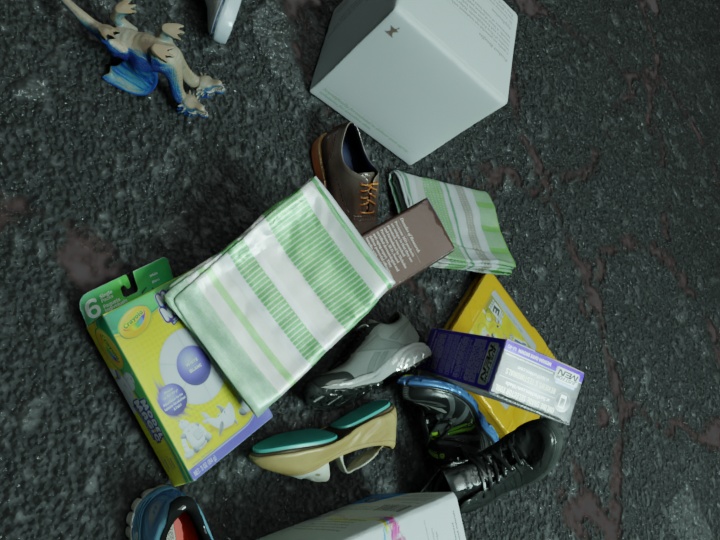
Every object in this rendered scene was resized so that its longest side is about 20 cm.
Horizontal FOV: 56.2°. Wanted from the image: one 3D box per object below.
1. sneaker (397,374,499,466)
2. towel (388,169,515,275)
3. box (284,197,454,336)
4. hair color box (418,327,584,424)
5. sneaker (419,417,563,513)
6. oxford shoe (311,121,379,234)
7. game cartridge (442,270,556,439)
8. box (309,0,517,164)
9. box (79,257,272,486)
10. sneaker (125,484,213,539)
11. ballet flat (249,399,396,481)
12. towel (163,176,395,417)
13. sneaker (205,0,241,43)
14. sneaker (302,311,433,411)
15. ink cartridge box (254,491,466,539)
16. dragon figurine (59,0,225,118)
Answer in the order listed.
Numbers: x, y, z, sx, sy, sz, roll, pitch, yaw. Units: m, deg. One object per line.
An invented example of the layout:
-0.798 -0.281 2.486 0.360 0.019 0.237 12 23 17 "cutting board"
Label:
0.109 0.196 0.835 0.200 0.070 0.084 50 61 -34 "sneaker"
0.137 -0.070 0.975 0.196 0.031 0.152 5 60 -36 "towel"
0.000 0.000 0.774 0.197 0.100 0.076 -28 90 -22 "box"
0.159 0.120 0.804 0.107 0.200 0.066 23 84 -16 "hair color box"
0.137 0.240 0.778 0.103 0.200 0.061 3 49 -42 "sneaker"
-0.008 -0.088 0.856 0.070 0.072 0.205 -13 83 -40 "oxford shoe"
0.203 0.127 0.974 0.201 0.032 0.177 49 51 -12 "game cartridge"
0.074 -0.295 0.913 0.197 0.198 0.175 31 55 -26 "box"
-0.180 0.090 0.667 0.117 0.048 0.203 -33 94 -47 "box"
-0.154 0.293 0.591 0.077 0.089 0.205 -11 81 -40 "sneaker"
-0.030 0.198 0.743 0.197 0.068 0.065 -10 94 -39 "ballet flat"
-0.076 0.020 0.681 0.199 0.023 0.154 -41 96 -18 "towel"
-0.182 -0.365 0.828 0.069 0.073 0.204 11 59 -25 "sneaker"
0.001 0.107 0.803 0.198 0.074 0.081 -19 76 -47 "sneaker"
-0.010 0.290 0.671 0.197 0.143 0.087 -4 77 -39 "ink cartridge box"
-0.243 -0.231 0.729 0.196 0.100 0.060 18 63 -11 "dragon figurine"
